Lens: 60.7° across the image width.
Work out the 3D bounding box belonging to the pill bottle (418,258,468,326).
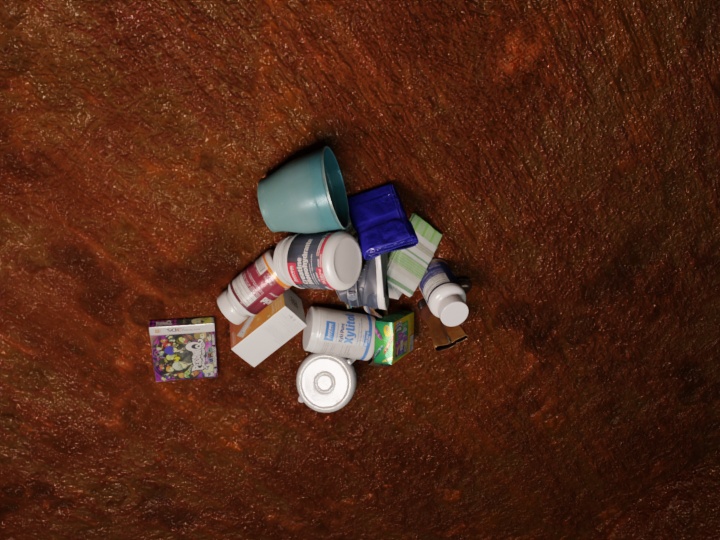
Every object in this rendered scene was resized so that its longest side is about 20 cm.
[{"bbox_3d":[0.235,0.064,1.747,0.109,0.201,0.113,-7,125,-10],"label":"pill bottle"}]

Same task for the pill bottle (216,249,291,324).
[{"bbox_3d":[-0.281,0.048,1.648,0.199,0.115,0.114,-38,124,11],"label":"pill bottle"}]

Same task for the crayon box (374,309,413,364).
[{"bbox_3d":[0.100,0.189,1.779,0.057,0.199,0.121,4,96,22],"label":"crayon box"}]

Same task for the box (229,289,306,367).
[{"bbox_3d":[-0.260,0.149,1.714,0.199,0.125,0.098,-38,124,11],"label":"box"}]

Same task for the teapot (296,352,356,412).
[{"bbox_3d":[-0.095,0.325,1.869,0.196,0.146,0.202,6,92,7],"label":"teapot"}]

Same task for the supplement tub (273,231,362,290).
[{"bbox_3d":[-0.107,-0.024,1.536,0.197,0.141,0.141,1,137,38],"label":"supplement tub"}]

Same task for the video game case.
[{"bbox_3d":[-0.501,0.226,1.753,0.177,0.036,0.203,-2,123,-12],"label":"video game case"}]

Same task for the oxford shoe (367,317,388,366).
[{"bbox_3d":[0.050,0.220,1.879,0.083,0.073,0.203,-4,123,-10],"label":"oxford shoe"}]

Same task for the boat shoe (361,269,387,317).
[{"bbox_3d":[0.039,0.069,1.745,0.073,0.072,0.201,-53,148,-16],"label":"boat shoe"}]

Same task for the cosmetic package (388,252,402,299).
[{"bbox_3d":[0.076,-0.020,1.717,0.083,0.050,0.202,-49,131,-27],"label":"cosmetic package"}]

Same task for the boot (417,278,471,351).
[{"bbox_3d":[0.270,0.124,1.796,0.185,0.201,0.069,-23,126,1],"label":"boot"}]

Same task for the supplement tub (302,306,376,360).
[{"bbox_3d":[-0.058,0.183,1.779,0.196,0.133,0.134,10,120,-16],"label":"supplement tub"}]

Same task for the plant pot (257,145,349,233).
[{"bbox_3d":[-0.143,-0.179,1.501,0.184,0.202,0.202,-13,127,12],"label":"plant pot"}]

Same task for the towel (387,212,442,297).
[{"bbox_3d":[0.140,-0.042,1.706,0.148,0.030,0.203,32,84,-44],"label":"towel"}]

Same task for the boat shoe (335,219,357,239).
[{"bbox_3d":[-0.046,-0.054,1.635,0.074,0.066,0.203,-2,115,-67],"label":"boat shoe"}]

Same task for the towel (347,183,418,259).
[{"bbox_3d":[0.051,-0.131,1.568,0.145,0.202,0.050,-16,144,-5],"label":"towel"}]

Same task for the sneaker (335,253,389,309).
[{"bbox_3d":[0.000,0.001,1.621,0.143,0.077,0.207,3,104,17],"label":"sneaker"}]

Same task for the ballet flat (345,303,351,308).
[{"bbox_3d":[-0.036,0.013,1.732,0.071,0.072,0.203,1,122,-16],"label":"ballet flat"}]
